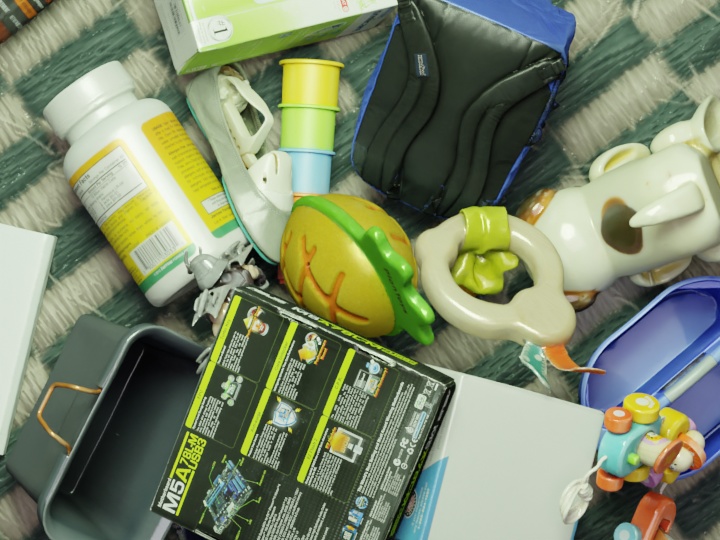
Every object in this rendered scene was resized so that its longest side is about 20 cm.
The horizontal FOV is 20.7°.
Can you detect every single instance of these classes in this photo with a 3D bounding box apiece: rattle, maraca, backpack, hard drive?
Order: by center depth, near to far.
[{"bbox_3d":[0.000,0.000,1.653,0.107,0.200,0.138,-38,116,-17],"label":"maraca"},{"bbox_3d":[0.122,0.055,1.683,0.130,0.143,0.200,-18,58,-42],"label":"rattle"},{"bbox_3d":[0.091,-0.155,1.730,0.161,0.168,0.201,24,119,4],"label":"backpack"},{"bbox_3d":[-0.360,0.052,1.774,0.131,0.026,0.202,13,87,-1],"label":"hard drive"}]

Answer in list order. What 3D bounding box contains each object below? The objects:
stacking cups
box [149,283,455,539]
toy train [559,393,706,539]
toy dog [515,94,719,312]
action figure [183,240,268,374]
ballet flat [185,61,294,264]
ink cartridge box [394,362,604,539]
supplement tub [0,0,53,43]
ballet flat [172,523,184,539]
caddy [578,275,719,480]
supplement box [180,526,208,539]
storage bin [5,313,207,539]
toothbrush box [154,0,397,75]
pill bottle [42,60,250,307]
[{"bbox_3d":[-0.046,-0.087,1.777,0.060,0.061,0.202,1,91,-1],"label":"stacking cups"},{"bbox_3d":[-0.047,0.140,1.576,0.192,0.047,0.202,23,99,15],"label":"box"},{"bbox_3d":[0.240,0.185,1.638,0.055,0.200,0.151,23,83,32],"label":"toy train"},{"bbox_3d":[0.236,-0.035,1.722,0.199,0.194,0.140,-22,103,30],"label":"toy dog"},{"bbox_3d":[-0.090,0.061,1.671,0.069,0.130,0.201,-19,117,38],"label":"action figure"},{"bbox_3d":[-0.095,-0.101,1.739,0.064,0.067,0.201,-38,65,26],"label":"ballet flat"},{"bbox_3d":[0.082,0.162,1.674,0.145,0.200,0.148,16,86,-25],"label":"ink cartridge box"},{"bbox_3d":[-0.282,-0.302,1.754,0.200,0.107,0.107,-41,89,-3],"label":"supplement tub"},{"bbox_3d":[-0.092,0.167,1.756,0.200,0.072,0.072,-39,89,-4],"label":"ballet flat"},{"bbox_3d":[0.284,0.096,1.746,0.200,0.105,0.142,-40,90,-3],"label":"caddy"},{"bbox_3d":[-0.064,0.287,1.697,0.109,0.109,0.201,-27,109,-2],"label":"supplement box"},{"bbox_3d":[-0.226,0.133,1.705,0.145,0.134,0.201,29,85,-37],"label":"storage bin"},{"bbox_3d":[-0.083,-0.272,1.741,0.198,0.086,0.147,-15,87,-22],"label":"toothbrush box"},{"bbox_3d":[-0.192,-0.079,1.741,0.112,0.113,0.201,-35,89,-3],"label":"pill bottle"}]
